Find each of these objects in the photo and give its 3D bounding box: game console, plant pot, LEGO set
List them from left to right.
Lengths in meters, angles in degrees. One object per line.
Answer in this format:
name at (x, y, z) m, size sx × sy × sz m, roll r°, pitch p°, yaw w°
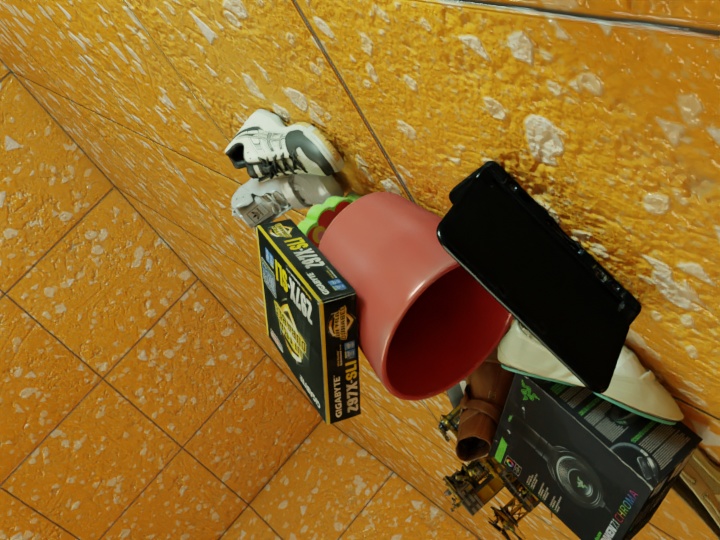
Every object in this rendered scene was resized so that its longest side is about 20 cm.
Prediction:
plant pot at (0.053, 0.015, 0.978) m, size 0.177 × 0.200 × 0.201 m, roll 45°, pitch 171°, yaw 37°
LEGO set at (0.163, 0.295, 1.230) m, size 0.154 × 0.116 × 0.200 m, roll 52°, pitch 175°, yaw -29°
game console at (0.148, 0.010, 0.806) m, size 0.200 × 0.116 × 0.176 m, roll 44°, pitch 166°, yaw -3°

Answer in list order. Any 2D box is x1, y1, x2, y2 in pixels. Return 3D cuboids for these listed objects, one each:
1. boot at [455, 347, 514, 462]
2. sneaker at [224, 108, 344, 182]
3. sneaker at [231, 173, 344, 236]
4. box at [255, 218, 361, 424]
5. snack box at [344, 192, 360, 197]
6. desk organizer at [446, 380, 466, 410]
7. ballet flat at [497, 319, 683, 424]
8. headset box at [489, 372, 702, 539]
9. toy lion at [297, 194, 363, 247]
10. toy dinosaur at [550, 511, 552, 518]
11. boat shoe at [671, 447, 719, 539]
boot at (0.166, 0.186, 1.154) m, size 0.076 × 0.156 × 0.200 m, roll 18°, pitch 152°, yaw 2°
sneaker at (-0.100, -0.143, 1.110) m, size 0.199 × 0.088 × 0.076 m, roll 24°, pitch 156°, yaw 49°
sneaker at (-0.106, -0.099, 1.198) m, size 0.075 × 0.115 × 0.199 m, roll 50°, pitch 164°, yaw -31°
box at (-0.061, 0.053, 0.993) m, size 0.200 × 0.049 × 0.161 m, roll -133°, pitch 36°, yaw -53°
snack box at (0.005, 0.004, 1.191) m, size 0.037 × 0.116 × 0.200 m, roll 24°, pitch 157°, yaw 51°
desk organizer at (0.186, 0.193, 1.325) m, size 0.071 × 0.077 × 0.201 m, roll -7°, pitch 120°, yaw 29°
ballet flat at (0.241, 0.098, 0.891) m, size 0.198 × 0.070 × 0.070 m, roll 18°, pitch 161°, yaw 10°
headset box at (0.251, 0.194, 0.976) m, size 0.200 × 0.092 × 0.175 m, roll 43°, pitch 146°, yaw 29°
toy lion at (0.000, 0.000, 1.129) m, size 0.199 × 0.194 × 0.068 m, roll 3°, pitch -172°, yaw -35°
toy dinosaur at (0.330, 0.341, 1.366) m, size 0.183 × 0.104 × 0.200 m, roll 63°, pitch 179°, yaw 2°
boat shoe at (0.363, 0.235, 0.985) m, size 0.200 × 0.063 × 0.073 m, roll 40°, pitch 166°, yaw 14°
